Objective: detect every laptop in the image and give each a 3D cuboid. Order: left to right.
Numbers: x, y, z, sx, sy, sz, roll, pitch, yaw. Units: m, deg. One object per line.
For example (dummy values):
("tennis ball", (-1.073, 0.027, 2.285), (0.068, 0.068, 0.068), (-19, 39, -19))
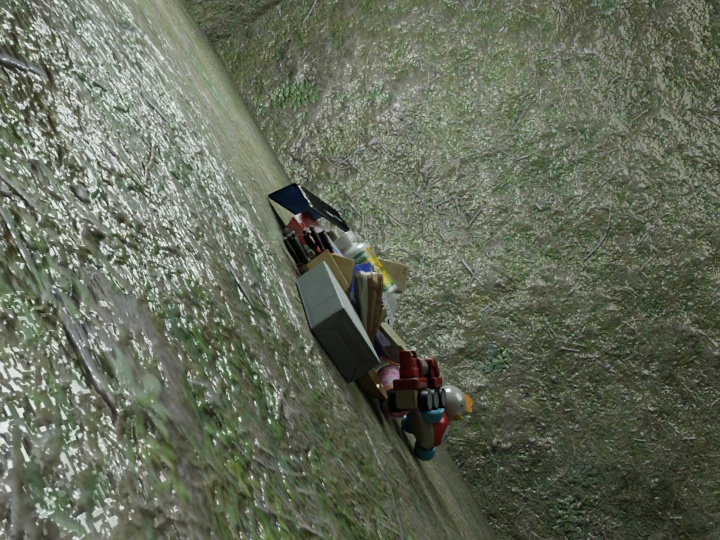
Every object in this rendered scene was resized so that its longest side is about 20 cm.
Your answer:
("laptop", (-0.141, -0.154, 1.596), (0.176, 0.103, 0.201), (30, 19, -43))

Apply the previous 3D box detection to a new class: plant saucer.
("plant saucer", (-0.002, 0.214, 1.308), (0.202, 0.035, 0.200), (59, 0, 0))

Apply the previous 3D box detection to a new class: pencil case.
("pencil case", (0.083, 0.313, 1.491), (0.088, 0.087, 0.200), (58, 2, -9))

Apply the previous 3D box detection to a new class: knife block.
("knife block", (-0.106, 0.005, 1.331), (0.064, 0.173, 0.204), (-13, -114, 62))

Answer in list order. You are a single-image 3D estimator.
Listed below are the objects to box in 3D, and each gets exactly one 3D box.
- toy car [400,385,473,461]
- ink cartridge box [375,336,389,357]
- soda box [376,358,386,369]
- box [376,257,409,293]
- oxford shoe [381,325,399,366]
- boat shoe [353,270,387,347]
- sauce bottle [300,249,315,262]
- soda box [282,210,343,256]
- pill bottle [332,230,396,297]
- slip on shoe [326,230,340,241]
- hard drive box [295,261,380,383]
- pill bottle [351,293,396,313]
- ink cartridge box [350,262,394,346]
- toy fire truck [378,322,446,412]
("toy car", (0.227, 0.380, 1.554), (0.178, 0.196, 0.187), (-121, -153, -49))
("ink cartridge box", (0.003, 0.171, 1.439), (0.096, 0.037, 0.199), (58, -16, -11))
("soda box", (0.022, 0.217, 1.671), (0.069, 0.063, 0.201), (61, 2, 35))
("box", (0.040, 0.005, 1.721), (0.196, 0.079, 0.095), (15, -8, -3))
("oxford shoe", (0.073, 0.187, 1.552), (0.200, 0.072, 0.072), (45, 27, -29))
("boat shoe", (0.027, 0.098, 1.285), (0.076, 0.070, 0.204), (-128, -146, -64))
("sauce bottle", (-0.084, 0.042, 1.413), (0.202, 0.064, 0.065), (58, 1, -2))
("soda box", (-0.111, -0.052, 1.479), (0.063, 0.070, 0.201), (-26, 74, -48))
("pill bottle", (0.000, 0.000, 1.530), (0.202, 0.112, 0.113), (55, 1, 4))
("slip on shoe", (-0.099, -0.022, 1.678), (0.075, 0.061, 0.202), (29, -44, 16))
("hard drive box", (-0.049, 0.100, 1.157), (0.157, 0.076, 0.201), (59, 2, -29))
("pill bottle", (0.019, 0.096, 1.684), (0.112, 0.111, 0.199), (58, -25, -17))
("ink cartridge box", (0.032, 0.087, 1.403), (0.095, 0.043, 0.202), (-80, 154, -46))
("toy fire truck", (0.113, 0.220, 1.328), (0.175, 0.126, 0.205), (20, 66, -64))
